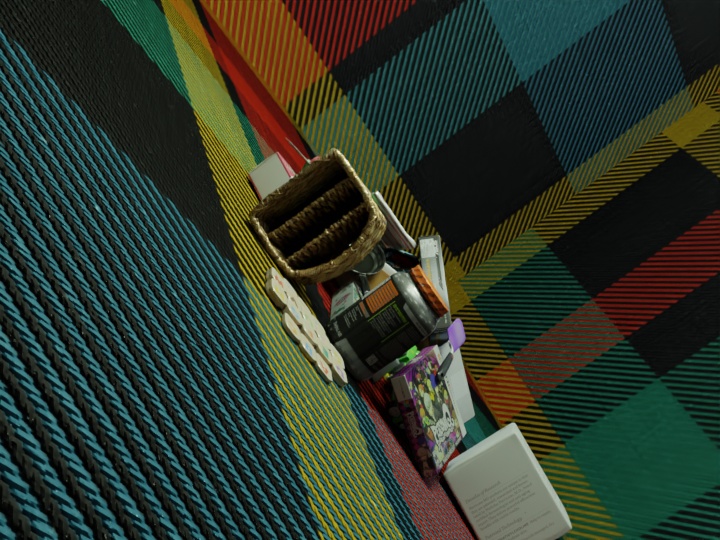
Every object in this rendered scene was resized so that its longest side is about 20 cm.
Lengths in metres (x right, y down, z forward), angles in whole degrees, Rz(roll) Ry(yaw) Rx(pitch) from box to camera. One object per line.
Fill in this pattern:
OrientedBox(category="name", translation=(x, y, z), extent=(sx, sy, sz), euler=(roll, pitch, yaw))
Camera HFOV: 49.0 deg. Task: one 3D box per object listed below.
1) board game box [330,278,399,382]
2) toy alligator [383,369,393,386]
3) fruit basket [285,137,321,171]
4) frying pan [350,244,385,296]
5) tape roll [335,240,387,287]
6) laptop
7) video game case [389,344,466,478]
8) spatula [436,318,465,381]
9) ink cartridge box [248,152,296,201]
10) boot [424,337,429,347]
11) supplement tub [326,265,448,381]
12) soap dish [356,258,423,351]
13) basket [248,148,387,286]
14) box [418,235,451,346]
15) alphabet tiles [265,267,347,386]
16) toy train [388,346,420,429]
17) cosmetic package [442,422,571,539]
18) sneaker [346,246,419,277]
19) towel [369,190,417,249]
OrientedBox(category="board game box", translation=(0.006, 0.113, 1.548), extent=(0.149, 0.064, 0.200), euler=(53, 7, -11))
OrientedBox(category="toy alligator", translation=(0.082, 0.218, 1.600), extent=(0.055, 0.059, 0.200), euler=(55, 7, 0))
OrientedBox(category="fruit basket", translation=(-0.074, -0.177, 1.662), extent=(0.199, 0.094, 0.185), euler=(41, 0, 17))
OrientedBox(category="frying pan", translation=(0.013, -0.003, 1.605), extent=(0.113, 0.031, 0.192), euler=(-8, 54, -33))
OrientedBox(category="tape roll", translation=(0.015, -0.012, 1.901), extent=(0.205, 0.138, 0.203), euler=(55, 6, -9))
OrientedBox(category="laptop", translation=(0.180, 0.268, 1.609), extent=(0.115, 0.197, 0.191), euler=(8, -63, 55))
OrientedBox(category="video game case", translation=(0.127, 0.250, 1.440), extent=(0.199, 0.035, 0.185), euler=(-23, 95, -65))
OrientedBox(category="spatula", translation=(0.174, 0.158, 1.532), extent=(0.200, 0.020, 0.058), euler=(-54, 133, -61))
OrientedBox(category="ink cartridge box", translation=(-0.130, -0.124, 1.621), extent=(0.148, 0.082, 0.200), euler=(59, 7, 32))
OrientedBox(category="boot", translation=(0.167, 0.242, 1.777), extent=(0.157, 0.071, 0.203), euler=(-113, -154, -49))
OrientedBox(category="supplement tub", translation=(0.048, 0.088, 1.369), extent=(0.124, 0.198, 0.123), euler=(54, 7, -9))
OrientedBox(category="soap dish", translation=(0.066, 0.086, 1.698), extent=(0.157, 0.081, 0.202), euler=(40, -22, 27))
OrientedBox(category="basket", translation=(-0.067, -0.077, 1.348), extent=(0.144, 0.198, 0.149), euler=(59, 5, 24))
OrientedBox(category="box", translation=(0.158, 0.047, 1.688), extent=(0.159, 0.047, 0.205), euler=(77, 7, -72))
OrientedBox(category="alphabet tiles", translation=(-0.083, 0.087, 1.228), extent=(0.201, 0.014, 0.196), euler=(54, 7, -19))
OrientedBox(category="toy train", translation=(0.083, 0.210, 1.480), extent=(0.057, 0.041, 0.202), euler=(50, 30, -24))
OrientedBox(category="cosmetic package", translation=(0.281, 0.430, 1.523), extent=(0.203, 0.164, 0.167), euler=(60, 7, 10))
OrientedBox(category="sneaker", translation=(0.041, -0.030, 1.735), extent=(0.090, 0.195, 0.080), euler=(143, -50, -64))
OrientedBox(category="towel", translation=(0.053, -0.113, 1.736), extent=(0.147, 0.030, 0.200), euler=(52, -9, -11))
